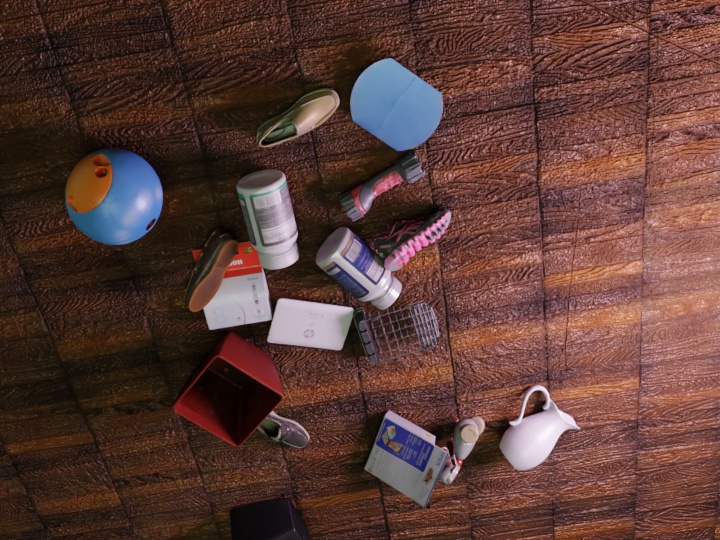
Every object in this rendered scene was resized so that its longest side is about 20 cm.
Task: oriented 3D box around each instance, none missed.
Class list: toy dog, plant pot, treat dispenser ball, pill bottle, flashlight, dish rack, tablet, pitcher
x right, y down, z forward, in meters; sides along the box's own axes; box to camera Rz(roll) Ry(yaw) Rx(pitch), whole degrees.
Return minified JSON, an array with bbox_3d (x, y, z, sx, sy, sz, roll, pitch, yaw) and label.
[{"bbox_3d":[0.251,0.467,2.023,0.096,0.132,0.201,32,82,15],"label":"toy dog"},{"bbox_3d":[-0.318,0.271,1.855,0.199,0.177,0.200,35,112,-20],"label":"plant pot"},{"bbox_3d":[-0.522,-0.157,1.600,0.197,0.202,0.204,-1,119,-2],"label":"treat dispenser ball"},{"bbox_3d":[-0.203,-0.113,1.688,0.111,0.114,0.203,-9,119,2],"label":"pill bottle"},{"bbox_3d":[0.051,-0.186,1.686,0.198,0.068,0.068,-28,115,13],"label":"flashlight"},{"bbox_3d":[0.093,0.147,1.875,0.197,0.055,0.155,-16,122,4],"label":"dish rack"},{"bbox_3d":[-0.123,0.136,1.863,0.197,0.014,0.132,9,118,-19],"label":"tablet"},{"bbox_3d":[-0.243,0.768,2.126,0.176,0.200,0.201,-27,117,0],"label":"plant pot"},{"bbox_3d":[0.000,0.000,1.759,0.199,0.111,0.111,40,110,-21],"label":"pill bottle"},{"bbox_3d":[0.457,0.421,2.017,0.200,0.121,0.172,-41,92,7],"label":"pitcher"}]

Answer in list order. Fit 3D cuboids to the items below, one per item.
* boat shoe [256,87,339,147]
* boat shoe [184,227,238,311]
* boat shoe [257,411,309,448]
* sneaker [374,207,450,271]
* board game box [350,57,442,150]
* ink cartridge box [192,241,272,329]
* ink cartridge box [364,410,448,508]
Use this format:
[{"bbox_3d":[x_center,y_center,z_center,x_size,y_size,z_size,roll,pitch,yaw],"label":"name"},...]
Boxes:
[{"bbox_3d":[-0.131,-0.315,1.602,0.198,0.076,0.072,-30,116,13],"label":"boat shoe"},{"bbox_3d":[-0.354,-0.003,1.751,0.201,0.070,0.070,-57,150,8],"label":"boat shoe"},{"bbox_3d":[-0.222,0.426,2.005,0.200,0.066,0.072,38,110,-20],"label":"boat shoe"},{"bbox_3d":[0.116,-0.091,1.738,0.199,0.096,0.079,-36,155,-5],"label":"sneaker"},{"bbox_3d":[0.076,-0.357,1.613,0.198,0.039,0.159,31,118,-12],"label":"board game box"},{"bbox_3d":[-0.306,0.038,1.802,0.157,0.047,0.203,-9,120,2],"label":"ink cartridge box"},{"bbox_3d":[0.126,0.506,2.029,0.198,0.047,0.200,27,116,15],"label":"ink cartridge box"}]
